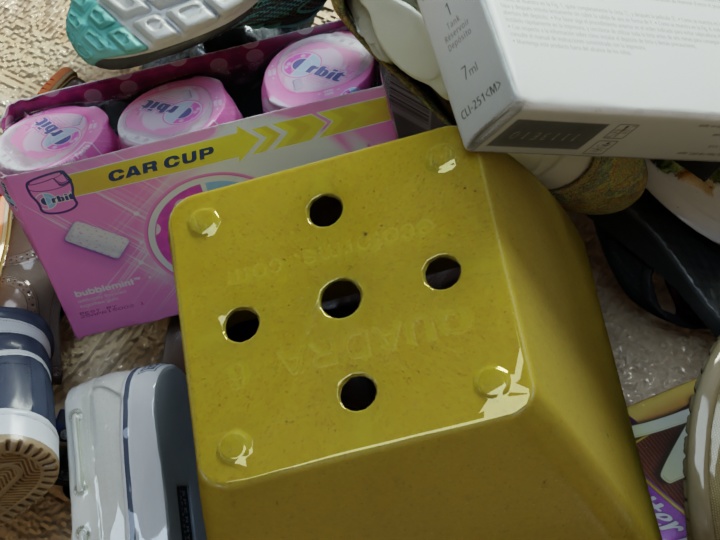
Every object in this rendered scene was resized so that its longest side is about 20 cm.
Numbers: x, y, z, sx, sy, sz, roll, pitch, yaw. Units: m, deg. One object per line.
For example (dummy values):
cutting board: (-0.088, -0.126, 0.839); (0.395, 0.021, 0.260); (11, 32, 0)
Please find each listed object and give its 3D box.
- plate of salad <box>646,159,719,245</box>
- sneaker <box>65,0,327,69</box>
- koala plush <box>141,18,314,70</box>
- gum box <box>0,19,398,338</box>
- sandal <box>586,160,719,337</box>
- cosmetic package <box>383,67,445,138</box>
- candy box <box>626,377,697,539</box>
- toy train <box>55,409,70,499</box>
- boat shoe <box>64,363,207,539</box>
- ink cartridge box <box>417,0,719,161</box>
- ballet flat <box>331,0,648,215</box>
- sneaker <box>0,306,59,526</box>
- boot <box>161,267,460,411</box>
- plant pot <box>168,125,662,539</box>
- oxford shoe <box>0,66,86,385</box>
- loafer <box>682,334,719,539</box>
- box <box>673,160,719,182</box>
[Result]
plate of salad: (0.220, -0.092, 0.868); (0.200, 0.048, 0.200); (9, 57, -15)
sneaker: (-0.053, -0.147, 0.811); (0.200, 0.091, 0.078); (-32, 64, -15)
koala plush: (-0.081, -0.130, 0.925); (0.177, 0.184, 0.200); (-5, 77, -13)
gum box: (-0.078, -0.045, 0.822); (0.200, 0.114, 0.066); (-14, 43, 2)
sandal: (0.153, -0.020, 0.856); (0.200, 0.048, 0.075); (45, 45, 5)
cosmetic package: (0.090, -0.151, 0.899); (0.090, 0.107, 0.200); (31, 53, 24)
candy box: (0.152, 0.124, 0.782); (0.200, 0.056, 0.117); (-22, 58, -5)
toy train: (-0.101, 0.101, 0.847); (0.200, 0.034, 0.046); (5, 57, 11)
boat shoe: (-0.124, 0.149, 0.788); (0.086, 0.075, 0.202); (-9, 80, 19)
ink cartridge box: (0.108, -0.135, 0.721); (0.200, 0.044, 0.174); (-1, 65, -36)
ballet flat: (0.059, -0.087, 0.766); (0.200, 0.071, 0.071); (44, 70, -14)
sneaker: (-0.228, 0.092, 0.828); (0.200, 0.070, 0.109); (-31, 45, 26)
boot: (0.000, 0.000, 0.880); (0.200, 0.064, 0.186); (11, 59, 20)
plant pot: (0.012, 0.049, 0.714); (0.200, 0.176, 0.200); (-14, 60, 7)
oxford shoe: (-0.177, -0.024, 0.923); (0.073, 0.071, 0.200); (15, 65, -6)
loafer: (0.200, 0.046, 0.743); (0.067, 0.076, 0.200); (13, 61, 24)
box: (0.159, -0.166, 0.831); (0.160, 0.044, 0.200); (34, 61, -2)
